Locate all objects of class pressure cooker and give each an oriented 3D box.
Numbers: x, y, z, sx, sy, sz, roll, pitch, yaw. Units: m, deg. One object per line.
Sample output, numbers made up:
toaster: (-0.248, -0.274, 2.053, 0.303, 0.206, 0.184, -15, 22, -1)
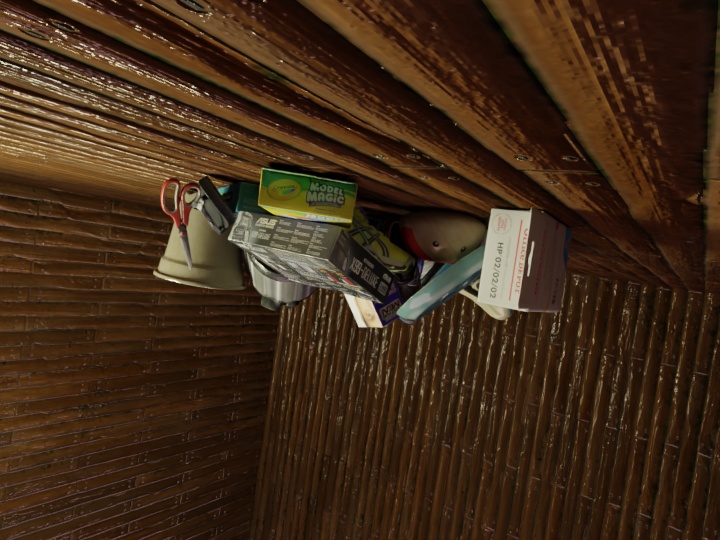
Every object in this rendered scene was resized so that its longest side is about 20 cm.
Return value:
pressure cooker: (-0.162, -0.020, 1.137, 0.173, 0.181, 0.201, -23, 162, -18)

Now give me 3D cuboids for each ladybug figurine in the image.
ladybug figurine: (0.124, -0.050, 0.820, 0.132, 0.074, 0.200, 9, -178, -1)

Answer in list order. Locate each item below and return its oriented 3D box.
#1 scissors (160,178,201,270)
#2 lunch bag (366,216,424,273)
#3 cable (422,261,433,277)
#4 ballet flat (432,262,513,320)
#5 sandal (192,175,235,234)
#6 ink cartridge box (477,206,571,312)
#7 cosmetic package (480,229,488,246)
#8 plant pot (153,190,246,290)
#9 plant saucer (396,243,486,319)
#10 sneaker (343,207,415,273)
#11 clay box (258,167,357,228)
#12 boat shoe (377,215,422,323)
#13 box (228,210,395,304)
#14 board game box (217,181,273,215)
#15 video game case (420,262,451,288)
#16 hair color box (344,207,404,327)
scissors: (-0.337, -0.080, 0.968, 0.072, 0.203, 0.014, -8, -138, -35)
lunch bag: (0.033, -0.035, 1.062, 0.195, 0.077, 0.162, 13, 139, 5)
cable: (0.142, -0.019, 1.275, 0.197, 0.071, 0.199, -15, 173, -36)
ballet flat: (0.232, 0.023, 1.075, 0.198, 0.070, 0.069, 35, -168, 24)
sandal: (-0.242, -0.091, 0.848, 0.043, 0.077, 0.200, -37, 180, -18)
ink cartridge box: (0.206, -0.011, 0.659, 0.067, 0.118, 0.198, 9, 180, 33)
cosmetic package: (0.277, -0.031, 1.006, 0.099, 0.076, 0.200, 10, 180, 9)
plant pot: (-0.330, -0.070, 1.131, 0.195, 0.188, 0.200, 11, -176, -1)
plant saucer: (0.144, 0.020, 0.819, 0.198, 0.028, 0.200, -35, 168, -8)
sneaker: (-0.001, -0.053, 0.801, 0.196, 0.078, 0.075, 22, 168, -13)
clay box: (-0.063, -0.089, 0.665, 0.112, 0.049, 0.200, 9, -178, -2)
boat shoe: (0.073, 0.003, 0.953, 0.071, 0.205, 0.072, -18, -174, -5)
box: (-0.070, -0.019, 0.754, 0.197, 0.051, 0.157, 12, 163, 37)
board game box: (-0.160, -0.110, 0.903, 0.148, 0.048, 0.199, 9, -179, -26)
video game case: (0.169, -0.020, 1.000, 0.018, 0.144, 0.200, 41, -177, 2)
hair color box: (0.000, 0.000, 0.951, 0.064, 0.203, 0.109, -28, -173, -24)
